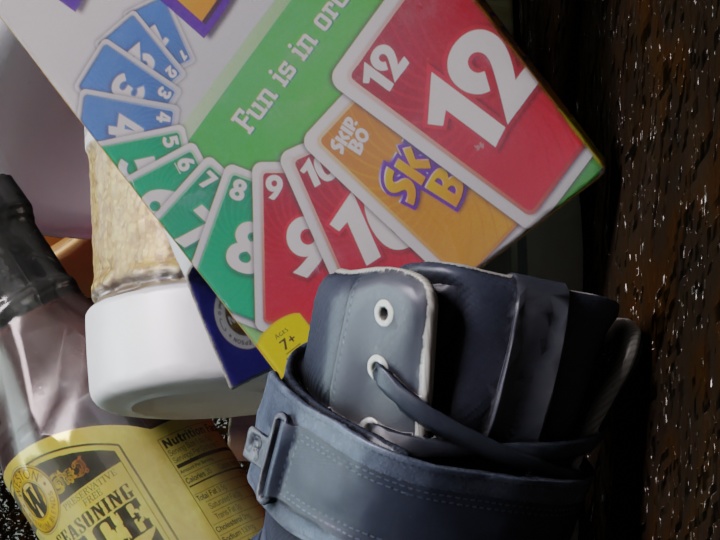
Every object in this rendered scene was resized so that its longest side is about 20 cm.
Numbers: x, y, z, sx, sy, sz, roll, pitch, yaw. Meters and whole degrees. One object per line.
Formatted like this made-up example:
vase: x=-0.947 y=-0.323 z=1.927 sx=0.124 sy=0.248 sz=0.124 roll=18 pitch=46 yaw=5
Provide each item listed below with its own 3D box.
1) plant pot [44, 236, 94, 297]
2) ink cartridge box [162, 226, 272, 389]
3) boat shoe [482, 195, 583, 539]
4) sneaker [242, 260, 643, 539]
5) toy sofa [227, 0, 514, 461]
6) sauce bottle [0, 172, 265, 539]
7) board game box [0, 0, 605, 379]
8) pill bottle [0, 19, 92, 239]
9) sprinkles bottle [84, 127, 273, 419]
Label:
plant pot: x=-0.060 y=-0.075 z=1.047 sx=0.200 sy=0.140 sz=0.201 roll=-25 pitch=56 yaw=43
ink cartridge box: x=-0.032 y=-0.078 z=0.736 sx=0.037 sy=0.094 sz=0.201 roll=-15 pitch=97 yaw=48
boat shoe: x=0.018 y=0.059 z=0.707 sx=0.070 sy=0.071 sz=0.202 roll=113 pitch=159 yaw=-77
sneaker: x=0.025 y=0.080 z=0.580 sx=0.202 sy=0.077 sz=0.147 roll=43 pitch=114 yaw=56
toy sofa: x=0.000 y=0.000 z=0.907 sx=0.200 sy=0.082 sz=0.098 roll=99 pitch=174 yaw=-53
sauce bottle: x=-0.070 y=0.064 z=0.815 sx=0.200 sy=0.066 sz=0.066 roll=55 pitch=165 yaw=12
board game box: x=-0.037 y=-0.075 z=0.662 sx=0.200 sy=0.095 sz=0.030 roll=52 pitch=-172 yaw=-2
pill bottle: x=-0.125 y=-0.099 z=0.936 sx=0.200 sy=0.106 sz=0.107 roll=44 pitch=137 yaw=49
sprinkles bottle: x=-0.048 y=-0.060 z=0.784 sx=0.068 sy=0.068 sz=0.201 roll=112 pitch=155 yaw=-77
